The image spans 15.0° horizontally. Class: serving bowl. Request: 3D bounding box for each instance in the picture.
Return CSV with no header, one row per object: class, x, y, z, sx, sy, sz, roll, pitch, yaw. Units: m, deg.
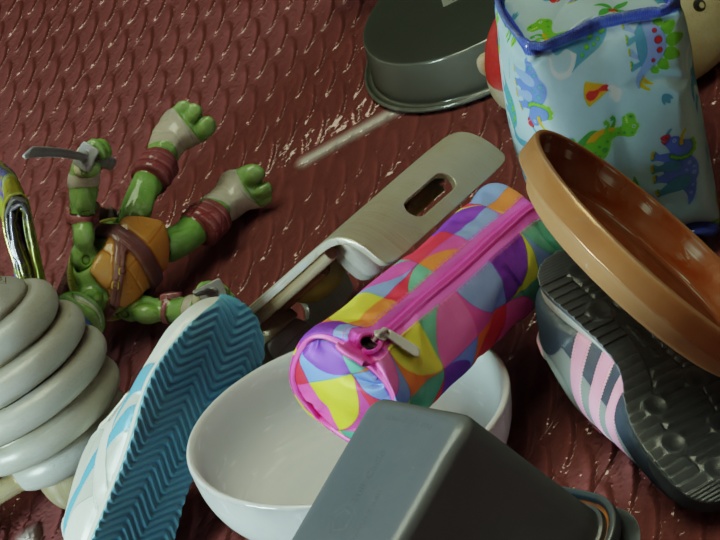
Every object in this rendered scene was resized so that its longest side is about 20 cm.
serving bowl,-0.001,0.112,1.645,0.199,0.066,0.200,-12,27,6

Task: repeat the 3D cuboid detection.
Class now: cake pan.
cake pan,0.085,-0.196,2.069,0.199,0.037,0.201,-23,31,14

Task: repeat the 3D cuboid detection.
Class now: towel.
towel,-0.239,-0.001,1.933,0.023,0.144,0.200,-14,14,-9

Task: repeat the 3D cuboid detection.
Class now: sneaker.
sneaker,0.163,0.077,1.583,0.070,0.082,0.200,-15,48,-17
sneaker,-0.131,0.102,1.726,0.201,0.076,0.081,-61,30,2

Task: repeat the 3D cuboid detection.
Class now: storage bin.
storage bin,0.038,0.172,1.430,0.145,0.134,0.201,8,62,50

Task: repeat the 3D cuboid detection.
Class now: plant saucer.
plant saucer,0.166,-0.003,1.567,0.032,0.200,0.201,-49,27,14

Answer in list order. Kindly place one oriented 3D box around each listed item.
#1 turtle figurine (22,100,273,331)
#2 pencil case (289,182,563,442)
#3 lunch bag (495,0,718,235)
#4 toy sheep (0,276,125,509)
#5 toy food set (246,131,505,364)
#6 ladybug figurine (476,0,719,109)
turtle figurine,-0.135,-0.038,1.933,0.143,0.201,0.194,24,48,14
pencil case,0.044,0.026,1.623,0.088,0.089,0.200,0,30,42
lunch bag,0.147,-0.120,1.754,0.127,0.171,0.200,-16,27,-7
toy sheep,-0.225,0.073,1.785,0.137,0.200,0.138,-27,23,12
toy food set,0.000,0.000,1.755,0.143,0.060,0.200,-42,1,-42
ladybug figurine,0.168,-0.170,1.913,0.199,0.072,0.136,-14,40,24
